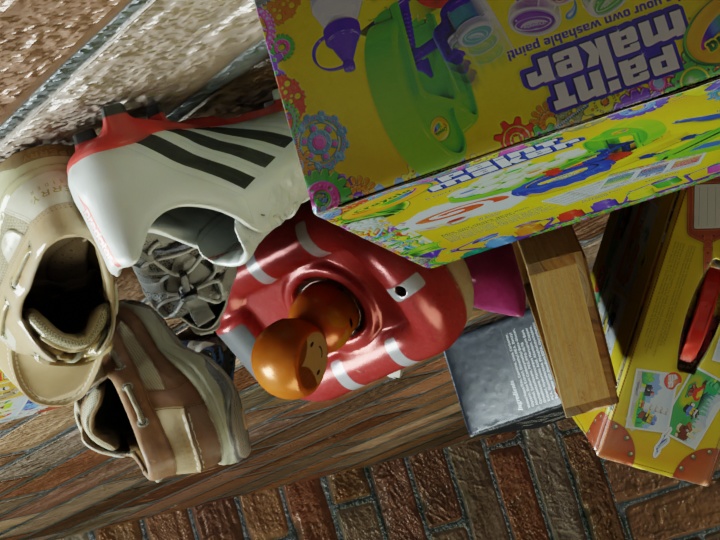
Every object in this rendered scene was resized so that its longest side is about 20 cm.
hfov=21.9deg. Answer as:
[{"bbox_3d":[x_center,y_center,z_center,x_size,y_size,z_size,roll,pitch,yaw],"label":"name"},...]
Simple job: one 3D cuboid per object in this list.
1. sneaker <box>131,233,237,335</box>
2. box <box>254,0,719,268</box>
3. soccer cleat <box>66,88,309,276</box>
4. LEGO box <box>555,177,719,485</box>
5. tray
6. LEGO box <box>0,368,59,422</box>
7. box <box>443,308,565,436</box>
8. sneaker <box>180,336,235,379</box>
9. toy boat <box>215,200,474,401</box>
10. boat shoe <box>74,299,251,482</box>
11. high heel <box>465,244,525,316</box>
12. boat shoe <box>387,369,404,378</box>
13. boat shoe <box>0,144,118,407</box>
[{"bbox_3d":[-0.097,-0.011,1.067,0.075,0.082,0.200,-17,170,2],"label":"sneaker"},{"bbox_3d":[0.082,-0.096,0.786,0.200,0.122,0.193,-18,170,12],"label":"box"},{"bbox_3d":[-0.052,-0.046,0.940,0.200,0.085,0.069,-10,168,-33],"label":"soccer cleat"},{"bbox_3d":[0.200,0.013,1.180,0.077,0.200,0.149,15,-170,-7],"label":"LEGO box"},{"bbox_3d":[0.118,0.001,1.144,0.037,0.099,0.200,-15,-159,4],"label":"tray"},{"bbox_3d":[-0.261,0.051,1.152,0.149,0.077,0.200,-14,170,-13],"label":"LEGO box"},{"bbox_3d":[0.230,0.101,2.087,0.200,0.118,0.197,-22,169,25],"label":"box"},{"bbox_3d":[-0.151,0.088,1.596,0.077,0.076,0.200,5,171,6],"label":"sneaker"},{"bbox_3d":[-0.026,0.033,1.204,0.200,0.131,0.131,-27,-161,41],"label":"toy boat"},{"bbox_3d":[-0.136,0.070,1.093,0.072,0.076,0.200,-24,-159,-22],"label":"boat shoe"},{"bbox_3d":[0.043,0.017,1.400,0.200,0.096,0.067,-25,167,38],"label":"high heel"},{"bbox_3d":[0.000,0.000,1.316,0.093,0.075,0.200,20,143,10],"label":"boat shoe"},{"bbox_3d":[-0.164,0.021,0.985,0.071,0.065,0.200,-14,146,-15],"label":"boat shoe"}]
